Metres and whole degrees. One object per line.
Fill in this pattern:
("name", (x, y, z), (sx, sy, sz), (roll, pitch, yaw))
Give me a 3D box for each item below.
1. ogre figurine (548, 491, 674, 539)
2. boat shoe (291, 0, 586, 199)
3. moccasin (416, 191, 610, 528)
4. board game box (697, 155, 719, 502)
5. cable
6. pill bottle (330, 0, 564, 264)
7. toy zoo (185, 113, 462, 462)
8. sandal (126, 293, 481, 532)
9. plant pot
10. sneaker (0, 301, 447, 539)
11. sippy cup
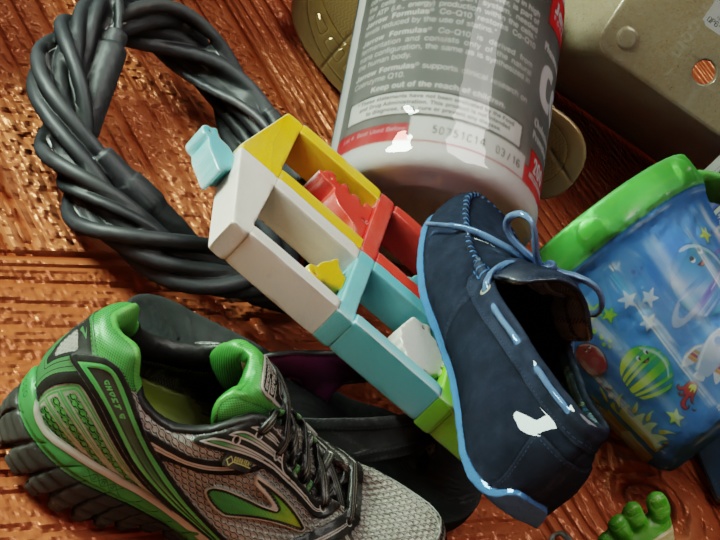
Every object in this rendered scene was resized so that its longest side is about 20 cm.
("ogre figurine", (0.185, 0.177, 0.954), (0.200, 0.098, 0.120), (35, 9, -40))
("boat shoe", (0.046, -0.108, 1.187), (0.200, 0.074, 0.069), (38, 7, 8))
("moccasin", (0.079, 0.029, 0.910), (0.080, 0.068, 0.201), (29, 30, -33))
("board game box", (0.257, 0.005, 1.141), (0.056, 0.200, 0.196), (23, 35, -35))
("cable", (-0.095, -0.061, 0.990), (0.163, 0.051, 0.201), (-2, 55, -43))
("pill bottle", (0.050, -0.111, 1.076), (0.113, 0.114, 0.201), (25, 59, -25))
("toy zoo", (0.000, 0.000, 0.939), (0.200, 0.020, 0.131), (41, 25, -10))
("sandal", (-0.020, 0.063, 0.906), (0.200, 0.048, 0.076), (26, 34, -24))
("plant pot", (0.214, -0.171, 1.266), (0.199, 0.201, 0.177), (33, 8, -14))
("sneaker", (-0.044, 0.081, 0.821), (0.199, 0.085, 0.078), (26, 34, -25))
("sippy cup", (0.158, 0.030, 1.067), (0.131, 0.178, 0.140), (53, 9, 11))
